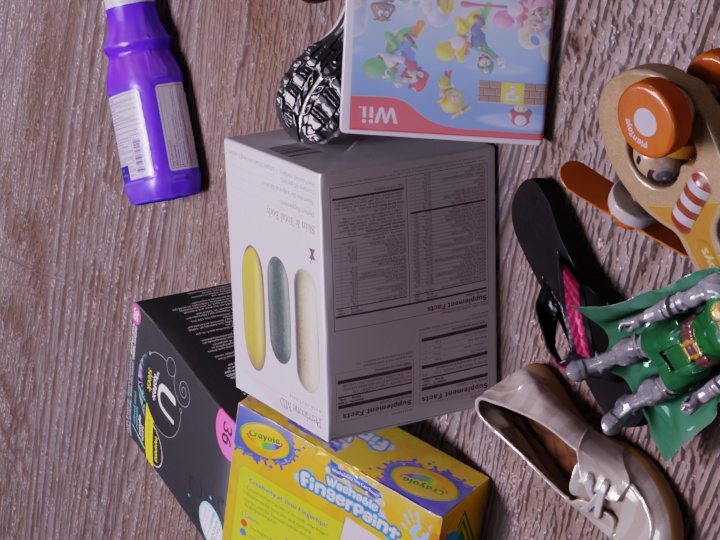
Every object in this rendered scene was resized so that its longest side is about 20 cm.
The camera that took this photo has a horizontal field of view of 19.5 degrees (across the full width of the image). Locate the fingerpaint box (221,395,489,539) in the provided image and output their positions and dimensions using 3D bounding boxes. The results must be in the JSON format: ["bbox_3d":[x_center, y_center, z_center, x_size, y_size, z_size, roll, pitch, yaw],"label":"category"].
[{"bbox_3d":[-0.008,0.199,1.665,0.200,0.073,0.167,26,127,27],"label":"fingerpaint box"}]

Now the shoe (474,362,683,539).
[{"bbox_3d":[0.149,0.137,1.447,0.200,0.053,0.070,46,138,45],"label":"shoe"}]

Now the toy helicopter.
[{"bbox_3d":[0.200,-0.030,1.279,0.132,0.079,0.200,-24,91,55],"label":"toy helicopter"}]

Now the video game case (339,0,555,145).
[{"bbox_3d":[0.061,-0.185,1.417,0.017,0.143,0.200,-82,-5,-65],"label":"video game case"}]

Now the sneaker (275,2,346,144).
[{"bbox_3d":[0.021,-0.173,1.515,0.200,0.079,0.074,-44,76,24],"label":"sneaker"}]

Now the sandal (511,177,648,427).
[{"bbox_3d":[0.141,0.026,1.430,0.200,0.045,0.075,63,148,26],"label":"sandal"}]

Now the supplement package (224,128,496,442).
[{"bbox_3d":[0.000,0.000,1.567,0.152,0.150,0.201,24,120,56],"label":"supplement package"}]

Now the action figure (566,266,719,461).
[{"bbox_3d":[0.197,0.047,1.269,0.118,0.055,0.200,55,150,2],"label":"action figure"}]

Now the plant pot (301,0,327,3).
[{"bbox_3d":[-0.003,-0.279,1.434,0.027,0.200,0.200,31,132,18],"label":"plant pot"}]

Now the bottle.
[{"bbox_3d":[-0.201,-0.163,1.964,0.083,0.065,0.201,-9,92,61],"label":"bottle"}]

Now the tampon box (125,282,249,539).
[{"bbox_3d":[-0.106,0.127,1.832,0.200,0.126,0.150,46,138,45],"label":"tampon box"}]
